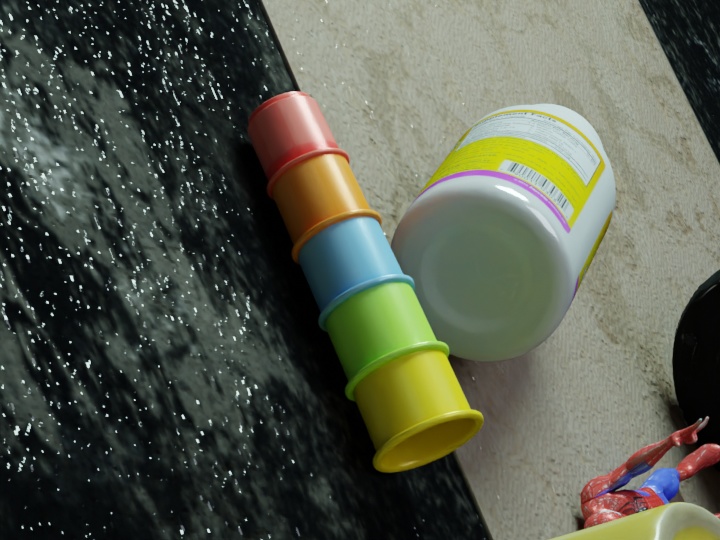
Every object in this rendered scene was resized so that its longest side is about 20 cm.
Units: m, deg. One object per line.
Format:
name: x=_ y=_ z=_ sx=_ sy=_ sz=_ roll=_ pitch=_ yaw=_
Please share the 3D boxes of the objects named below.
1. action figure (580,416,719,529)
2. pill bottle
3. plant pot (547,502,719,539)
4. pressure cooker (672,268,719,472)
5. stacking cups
action figure: x=0.194 y=0.129 z=1.262 sx=0.199 sy=0.099 sz=0.066 roll=-6 pitch=70 yaw=-59
pill bottle: x=0.088 y=-0.032 z=1.241 sx=0.105 sy=0.104 sz=0.200 roll=54 pitch=26 yaw=-8
plant pot: x=0.082 y=0.192 z=0.882 sx=0.201 sy=0.188 sz=0.202 roll=42 pitch=29 yaw=-29
pressure cooker: x=0.328 y=0.053 z=1.436 sx=0.199 sy=0.178 sz=0.178 roll=-23 pitch=114 yaw=-41
stacking cups: x=0.000 y=0.000 z=1.100 sx=0.060 sy=0.060 sz=0.201 roll=14 pitch=48 yaw=-55
